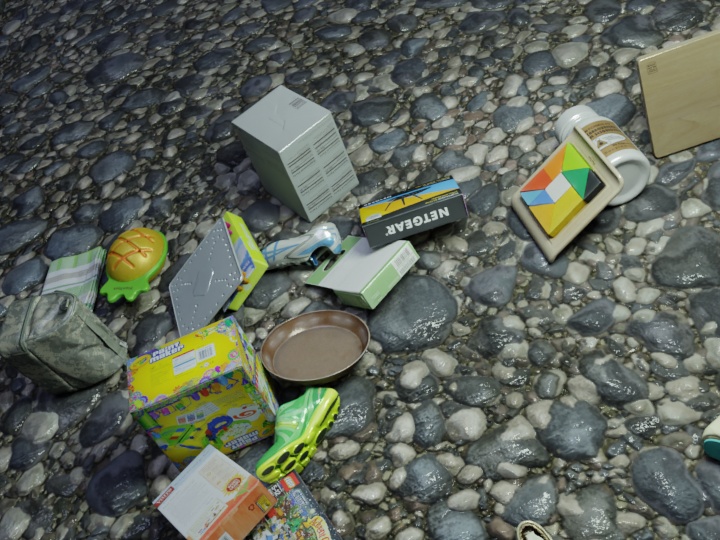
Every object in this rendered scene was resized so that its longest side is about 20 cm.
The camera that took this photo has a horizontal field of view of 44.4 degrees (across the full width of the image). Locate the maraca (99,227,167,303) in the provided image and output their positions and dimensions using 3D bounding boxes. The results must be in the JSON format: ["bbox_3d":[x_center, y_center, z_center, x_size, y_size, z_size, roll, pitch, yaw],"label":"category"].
[{"bbox_3d":[-0.480,-0.011,1.870,0.136,0.107,0.201,-6,47,18],"label":"maraca"}]

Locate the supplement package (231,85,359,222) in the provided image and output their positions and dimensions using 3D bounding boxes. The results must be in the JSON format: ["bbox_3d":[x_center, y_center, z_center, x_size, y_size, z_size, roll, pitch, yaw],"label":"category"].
[{"bbox_3d":[-0.136,-0.250,1.877,0.147,0.201,0.191,-39,46,-15],"label":"supplement package"}]

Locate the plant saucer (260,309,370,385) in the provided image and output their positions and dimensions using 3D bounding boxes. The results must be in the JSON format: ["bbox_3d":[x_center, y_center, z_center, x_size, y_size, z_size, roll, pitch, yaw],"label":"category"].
[{"bbox_3d":[-0.078,0.142,1.573,0.199,0.035,0.201,-9,32,5],"label":"plant saucer"}]

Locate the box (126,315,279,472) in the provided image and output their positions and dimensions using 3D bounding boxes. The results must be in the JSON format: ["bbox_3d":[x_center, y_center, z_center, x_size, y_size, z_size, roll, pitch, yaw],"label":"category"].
[{"bbox_3d":[-0.262,0.214,1.500,0.199,0.193,0.122,-22,43,1],"label":"box"}]

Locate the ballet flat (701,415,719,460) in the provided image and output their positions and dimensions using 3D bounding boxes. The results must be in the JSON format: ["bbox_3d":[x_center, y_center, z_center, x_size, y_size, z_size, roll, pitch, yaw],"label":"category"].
[{"bbox_3d":[0.567,0.251,1.195,0.199,0.070,0.070,24,61,38],"label":"ballet flat"}]

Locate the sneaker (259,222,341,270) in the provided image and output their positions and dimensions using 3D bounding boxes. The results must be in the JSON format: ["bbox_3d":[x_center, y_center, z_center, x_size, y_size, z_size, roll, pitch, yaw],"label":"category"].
[{"bbox_3d":[-0.130,-0.033,1.764,0.199,0.072,0.073,-21,77,21],"label":"sneaker"}]

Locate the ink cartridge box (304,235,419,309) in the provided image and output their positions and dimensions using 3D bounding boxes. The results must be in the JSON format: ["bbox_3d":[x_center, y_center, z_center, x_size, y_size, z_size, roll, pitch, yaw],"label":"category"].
[{"bbox_3d":[0.000,0.000,1.694,0.146,0.048,0.200,-47,27,-22],"label":"ink cartridge box"}]

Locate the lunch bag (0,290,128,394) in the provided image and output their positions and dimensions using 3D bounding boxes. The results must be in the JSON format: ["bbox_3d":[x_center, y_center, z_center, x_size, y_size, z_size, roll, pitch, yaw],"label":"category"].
[{"bbox_3d":[-0.568,0.137,1.709,0.167,0.200,0.140,-12,48,18],"label":"lunch bag"}]

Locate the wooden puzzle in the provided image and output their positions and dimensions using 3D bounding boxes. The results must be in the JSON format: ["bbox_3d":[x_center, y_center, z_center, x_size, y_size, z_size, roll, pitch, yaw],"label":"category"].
[{"bbox_3d":[0.364,-0.142,1.594,0.200,0.037,0.185,-52,38,25],"label":"wooden puzzle"}]

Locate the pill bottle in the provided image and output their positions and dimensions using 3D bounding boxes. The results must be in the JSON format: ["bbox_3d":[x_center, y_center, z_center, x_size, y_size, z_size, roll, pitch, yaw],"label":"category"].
[{"bbox_3d":[0.446,-0.223,1.655,0.114,0.115,0.201,-24,44,1],"label":"pill bottle"}]

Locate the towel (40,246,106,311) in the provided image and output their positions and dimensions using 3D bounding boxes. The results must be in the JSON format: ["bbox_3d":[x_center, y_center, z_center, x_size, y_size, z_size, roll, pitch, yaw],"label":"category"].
[{"bbox_3d":[-0.648,0.034,1.958,0.148,0.031,0.201,-14,45,10],"label":"towel"}]

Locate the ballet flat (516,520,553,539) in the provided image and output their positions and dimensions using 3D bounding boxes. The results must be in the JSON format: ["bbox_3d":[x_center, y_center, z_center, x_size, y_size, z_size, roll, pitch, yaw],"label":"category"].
[{"bbox_3d":[0.261,0.419,1.169,0.067,0.063,0.200,-30,44,-5],"label":"ballet flat"}]

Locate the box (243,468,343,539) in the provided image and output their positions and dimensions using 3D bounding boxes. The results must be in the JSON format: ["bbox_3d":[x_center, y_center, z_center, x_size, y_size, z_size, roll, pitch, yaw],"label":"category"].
[{"bbox_3d":[-0.106,0.418,1.350,0.136,0.038,0.200,-36,45,-10],"label":"box"}]

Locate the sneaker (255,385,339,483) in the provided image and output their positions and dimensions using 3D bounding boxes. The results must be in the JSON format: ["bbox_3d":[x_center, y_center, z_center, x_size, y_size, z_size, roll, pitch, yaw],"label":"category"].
[{"bbox_3d":[-0.112,0.273,1.469,0.083,0.074,0.200,16,47,32],"label":"sneaker"}]

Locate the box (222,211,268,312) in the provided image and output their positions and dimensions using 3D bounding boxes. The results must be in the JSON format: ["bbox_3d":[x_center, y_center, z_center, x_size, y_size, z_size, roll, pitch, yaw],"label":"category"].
[{"bbox_3d":[-0.257,-0.014,1.779,0.122,0.047,0.200,-54,41,18],"label":"box"}]

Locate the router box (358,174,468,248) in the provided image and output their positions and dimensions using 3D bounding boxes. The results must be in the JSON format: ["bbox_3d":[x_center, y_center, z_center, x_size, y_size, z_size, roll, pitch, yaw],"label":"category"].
[{"bbox_3d":[0.100,-0.116,1.711,0.199,0.051,0.149,-18,20,3],"label":"router box"}]

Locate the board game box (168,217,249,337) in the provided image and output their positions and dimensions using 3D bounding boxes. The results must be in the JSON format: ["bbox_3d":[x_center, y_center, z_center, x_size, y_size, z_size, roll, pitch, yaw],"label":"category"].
[{"bbox_3d":[-0.303,0.027,1.748,0.200,0.026,0.200,-49,39,21],"label":"board game box"}]

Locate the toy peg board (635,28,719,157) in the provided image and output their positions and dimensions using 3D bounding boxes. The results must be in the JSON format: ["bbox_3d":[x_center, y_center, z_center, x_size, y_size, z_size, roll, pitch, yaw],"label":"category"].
[{"bbox_3d":[0.618,-0.347,1.652,0.199,0.200,0.098,-18,28,6],"label":"toy peg board"}]

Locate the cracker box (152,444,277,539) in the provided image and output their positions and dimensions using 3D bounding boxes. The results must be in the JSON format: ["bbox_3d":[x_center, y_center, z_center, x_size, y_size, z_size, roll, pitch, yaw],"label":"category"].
[{"bbox_3d":[-0.234,0.367,1.397,0.134,0.058,0.200,-45,28,-18],"label":"cracker box"}]
